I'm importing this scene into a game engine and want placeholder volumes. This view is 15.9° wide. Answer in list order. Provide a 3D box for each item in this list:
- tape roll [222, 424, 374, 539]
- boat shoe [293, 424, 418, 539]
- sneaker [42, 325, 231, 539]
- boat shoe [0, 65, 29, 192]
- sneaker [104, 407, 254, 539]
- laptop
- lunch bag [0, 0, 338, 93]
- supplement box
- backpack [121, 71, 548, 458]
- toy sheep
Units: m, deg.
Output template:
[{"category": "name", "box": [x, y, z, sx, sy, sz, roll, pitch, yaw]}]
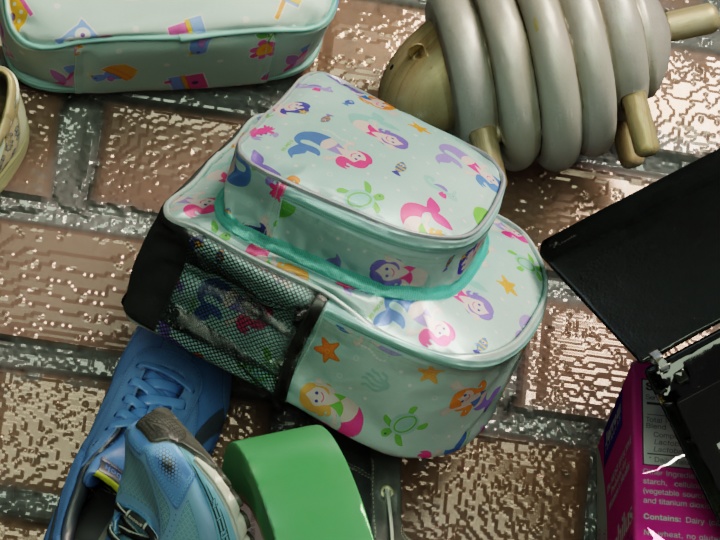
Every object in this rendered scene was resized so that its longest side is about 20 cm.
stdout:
[{"category": "tape roll", "box": [-0.024, 0.179, 1.280, 0.048, 0.201, 0.201, -10, 71, -12]}, {"category": "boat shoe", "box": [0.017, 0.170, 1.359, 0.067, 0.072, 0.201, -11, 69, -12]}, {"category": "sneaker", "box": [-0.114, 0.093, 1.366, 0.066, 0.078, 0.201, 21, 67, 2]}, {"category": "boat shoe", "box": [-0.247, -0.025, 1.397, 0.073, 0.063, 0.200, 26, 69, 1]}, {"category": "sneaker", "box": [-0.108, 0.162, 1.275, 0.090, 0.201, 0.078, -14, 36, -28]}, {"category": "laptop", "box": [0.221, 0.035, 1.343, 0.177, 0.103, 0.201, -27, 93, -10]}, {"category": "lunch bag", "box": [-0.111, -0.187, 1.471, 0.199, 0.077, 0.161, -5, 69, -10]}, {"category": "supplement box", "box": [0.181, 0.160, 1.351, 0.103, 0.101, 0.201, 7, 56, -4]}, {"category": "backpack", "box": [0.000, 0.000, 1.360, 0.200, 0.151, 0.178, 33, 31, 5]}, {"category": "toy sheep", "box": [0.106, -0.116, 1.450, 0.199, 0.138, 0.138, -13, 72, -9]}]
